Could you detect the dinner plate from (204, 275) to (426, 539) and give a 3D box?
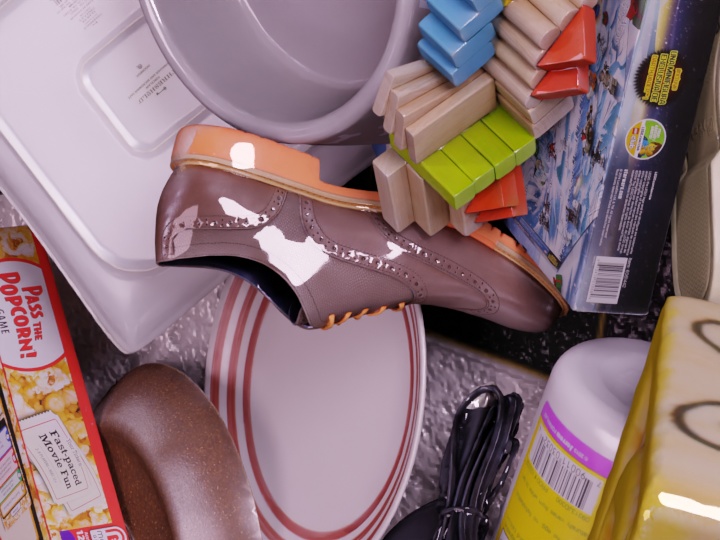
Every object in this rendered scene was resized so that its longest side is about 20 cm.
[{"bbox_3d":[-0.019,0.058,1.374,0.200,0.024,0.201,-12,75,56],"label":"dinner plate"}]

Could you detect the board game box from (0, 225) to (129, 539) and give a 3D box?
[{"bbox_3d":[-0.196,0.098,1.506,0.151,0.046,0.201,-42,60,53],"label":"board game box"}]

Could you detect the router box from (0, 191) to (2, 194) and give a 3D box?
[{"bbox_3d":[-0.150,-0.125,1.449,0.200,0.062,0.150,-10,92,42],"label":"router box"}]

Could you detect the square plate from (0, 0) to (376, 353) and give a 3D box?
[{"bbox_3d":[-0.102,-0.092,1.353,0.200,0.028,0.198,-38,90,10],"label":"square plate"}]

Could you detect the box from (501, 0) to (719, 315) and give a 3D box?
[{"bbox_3d":[0.108,-0.099,1.205,0.137,0.040,0.201,-124,41,-60],"label":"box"}]

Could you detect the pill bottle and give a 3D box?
[{"bbox_3d":[0.109,0.139,1.259,0.104,0.104,0.201,34,121,30],"label":"pill bottle"}]

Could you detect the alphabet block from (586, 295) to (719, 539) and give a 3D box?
[{"bbox_3d":[0.186,0.151,1.088,0.199,0.195,0.197,16,112,3],"label":"alphabet block"}]

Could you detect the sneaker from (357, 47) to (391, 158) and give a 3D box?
[{"bbox_3d":[0.009,-0.126,1.306,0.111,0.077,0.201,17,119,45],"label":"sneaker"}]

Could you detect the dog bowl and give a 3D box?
[{"bbox_3d":[-0.026,-0.148,1.237,0.200,0.059,0.201,16,115,38],"label":"dog bowl"}]

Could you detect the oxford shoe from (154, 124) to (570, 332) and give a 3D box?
[{"bbox_3d":[0.000,0.000,1.262,0.071,0.199,0.073,135,153,-72],"label":"oxford shoe"}]

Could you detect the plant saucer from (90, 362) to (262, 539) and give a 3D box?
[{"bbox_3d":[-0.113,0.150,1.459,0.200,0.037,0.201,15,108,57],"label":"plant saucer"}]

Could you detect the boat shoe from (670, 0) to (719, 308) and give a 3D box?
[{"bbox_3d":[0.174,-0.076,1.175,0.075,0.068,0.201,168,105,-76],"label":"boat shoe"}]

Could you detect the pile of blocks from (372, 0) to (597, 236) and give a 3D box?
[{"bbox_3d":[0.060,-0.081,1.158,0.062,0.082,0.200,45,138,29],"label":"pile of blocks"}]

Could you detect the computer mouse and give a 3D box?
[{"bbox_3d":[0.023,0.150,1.313,0.053,0.139,0.200,17,145,-1],"label":"computer mouse"}]
